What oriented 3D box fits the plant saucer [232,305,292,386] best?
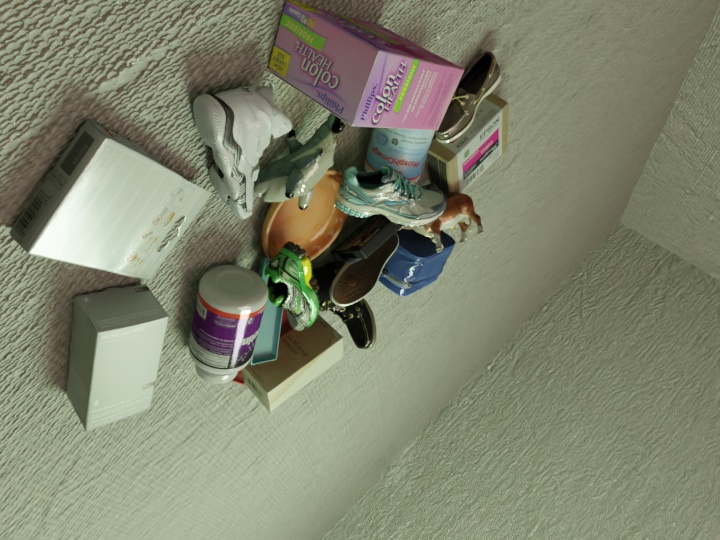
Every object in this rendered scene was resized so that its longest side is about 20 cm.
[{"bbox_3d":[-0.196,0.149,1.111,0.200,0.037,0.200,-49,153,-4],"label":"plant saucer"}]

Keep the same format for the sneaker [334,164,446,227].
[{"bbox_3d":[0.058,-0.133,0.927,0.199,0.078,0.087,4,135,-10],"label":"sneaker"}]

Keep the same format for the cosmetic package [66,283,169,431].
[{"bbox_3d":[-0.360,0.126,0.786,0.107,0.090,0.200,-15,139,-44],"label":"cosmetic package"}]

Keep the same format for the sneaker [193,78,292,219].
[{"bbox_3d":[-0.153,-0.167,0.746,0.115,0.075,0.200,-33,145,-24],"label":"sneaker"}]

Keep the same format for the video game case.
[{"bbox_3d":[0.045,-0.093,1.066,0.200,0.026,0.181,-43,-167,-15],"label":"video game case"}]

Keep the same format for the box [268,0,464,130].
[{"bbox_3d":[0.010,-0.280,0.744,0.200,0.176,0.097,-15,137,-47],"label":"box"}]

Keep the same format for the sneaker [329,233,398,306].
[{"bbox_3d":[0.000,0.000,1.096,0.200,0.073,0.085,-48,-166,-26],"label":"sneaker"}]

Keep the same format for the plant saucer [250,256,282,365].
[{"bbox_3d":[-0.172,0.072,0.993,0.070,0.019,0.201,-1,102,-56],"label":"plant saucer"}]

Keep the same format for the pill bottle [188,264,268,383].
[{"bbox_3d":[-0.230,0.097,0.914,0.112,0.112,0.201,-19,140,-45],"label":"pill bottle"}]

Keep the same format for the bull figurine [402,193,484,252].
[{"bbox_3d":[0.175,-0.108,1.178,0.199,0.122,0.065,-21,171,-18],"label":"bull figurine"}]

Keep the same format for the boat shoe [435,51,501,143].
[{"bbox_3d":[0.211,-0.349,1.077,0.200,0.072,0.060,-52,147,-5],"label":"boat shoe"}]

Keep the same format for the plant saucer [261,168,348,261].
[{"bbox_3d":[-0.099,-0.096,0.956,0.200,0.037,0.201,-36,149,-25],"label":"plant saucer"}]

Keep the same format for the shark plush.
[{"bbox_3d":[-0.087,-0.185,0.819,0.200,0.083,0.091,-55,168,12],"label":"shark plush"}]

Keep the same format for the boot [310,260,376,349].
[{"bbox_3d":[-0.055,0.075,1.089,0.150,0.201,0.073,-7,166,-47],"label":"boot"}]

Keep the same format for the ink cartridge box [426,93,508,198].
[{"bbox_3d":[0.243,-0.275,1.207,0.200,0.075,0.165,-45,153,-9],"label":"ink cartridge box"}]

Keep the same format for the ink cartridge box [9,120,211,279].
[{"bbox_3d":[-0.303,-0.078,0.679,0.162,0.050,0.200,-53,161,4],"label":"ink cartridge box"}]

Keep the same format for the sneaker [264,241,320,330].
[{"bbox_3d":[-0.131,0.042,0.957,0.085,0.078,0.200,-43,145,-29],"label":"sneaker"}]

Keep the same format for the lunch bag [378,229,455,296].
[{"bbox_3d":[0.110,-0.025,1.246,0.200,0.136,0.133,-21,140,-44],"label":"lunch bag"}]

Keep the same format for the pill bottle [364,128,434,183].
[{"bbox_3d":[0.069,-0.223,0.974,0.109,0.109,0.201,-24,142,-41],"label":"pill bottle"}]

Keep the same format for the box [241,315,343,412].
[{"bbox_3d":[-0.137,0.187,1.108,0.200,0.095,0.078,-35,148,-30],"label":"box"}]
